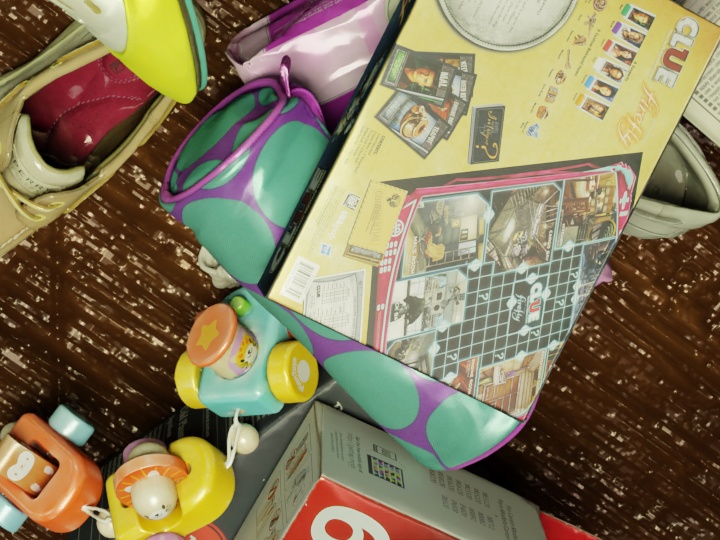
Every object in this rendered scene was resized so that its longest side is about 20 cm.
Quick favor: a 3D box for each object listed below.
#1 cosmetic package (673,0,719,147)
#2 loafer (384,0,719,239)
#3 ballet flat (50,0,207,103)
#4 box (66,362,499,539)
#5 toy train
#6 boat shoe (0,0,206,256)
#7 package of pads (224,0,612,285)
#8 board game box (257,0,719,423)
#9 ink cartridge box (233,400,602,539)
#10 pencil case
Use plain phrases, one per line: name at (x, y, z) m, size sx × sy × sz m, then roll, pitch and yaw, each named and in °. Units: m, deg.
cosmetic package at (0.177, -0.131, 1.261) m, size 0.200 × 0.087 × 0.103 m, roll 40°, pitch 108°, yaw -19°
loafer at (0.095, -0.082, 1.222) m, size 0.200 × 0.070 × 0.070 m, roll 34°, pitch 75°, yaw -30°
ballet flat at (-0.122, -0.159, 1.175) m, size 0.067 × 0.067 × 0.200 m, roll -24°, pitch 123°, yaw -22°
box at (-0.023, 0.152, 1.370) m, size 0.182 × 0.104 × 0.200 m, roll -37°, pitch 111°, yaw 12°
toy train at (-0.110, 0.064, 1.297) m, size 0.200 × 0.150 × 0.056 m, roll -50°, pitch 139°, yaw 2°
boat shoe at (-0.158, -0.064, 1.287) m, size 0.074 × 0.066 × 0.200 m, roll 40°, pitch 107°, yaw -18°
package of pads at (0.031, -0.057, 1.294) m, size 0.120 × 0.076 × 0.200 m, roll -27°, pitch 113°, yaw 8°
board game box at (0.058, -0.050, 1.169) m, size 0.135 × 0.035 × 0.200 m, roll 27°, pitch 94°, yaw -12°
ink cartridge box at (0.009, 0.195, 1.288) m, size 0.175 × 0.084 × 0.200 m, roll 25°, pitch 110°, yaw -13°
pencil case at (0.000, 0.000, 1.233) m, size 0.092 × 0.085 × 0.200 m, roll -42°, pitch 108°, yaw 12°
